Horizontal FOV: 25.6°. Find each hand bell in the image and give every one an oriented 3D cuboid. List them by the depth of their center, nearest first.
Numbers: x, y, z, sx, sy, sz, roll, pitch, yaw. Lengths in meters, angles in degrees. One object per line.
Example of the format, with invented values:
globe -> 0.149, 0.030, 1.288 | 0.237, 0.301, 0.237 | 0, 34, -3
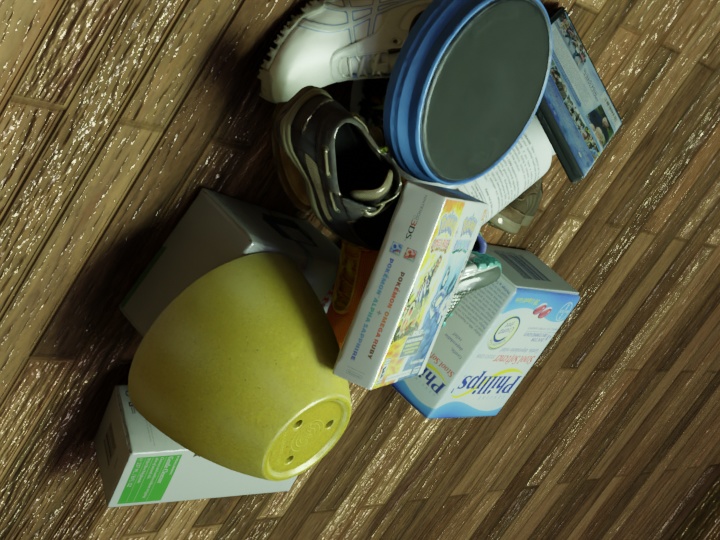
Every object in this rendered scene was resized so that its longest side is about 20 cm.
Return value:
hand bell -> 0.027, -0.127, 1.476 | 0.198, 0.104, 0.105 | -14, 141, -25

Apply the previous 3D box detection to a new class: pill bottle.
pill bottle -> 0.129, -0.121, 1.667 | 0.199, 0.113, 0.114 | -38, 151, -16

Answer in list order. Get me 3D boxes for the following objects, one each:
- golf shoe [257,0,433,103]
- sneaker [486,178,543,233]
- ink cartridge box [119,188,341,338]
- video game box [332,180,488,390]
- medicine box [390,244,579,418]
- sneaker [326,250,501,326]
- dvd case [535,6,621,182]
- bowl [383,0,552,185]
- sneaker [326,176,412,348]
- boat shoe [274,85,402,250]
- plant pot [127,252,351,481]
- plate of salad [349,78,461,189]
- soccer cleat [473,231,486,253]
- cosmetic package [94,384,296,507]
golf shoe -> 0.003, -0.201, 1.403 | 0.199, 0.097, 0.079 | -37, 152, -16
sneaker -> 0.165, -0.091, 1.791 | 0.200, 0.070, 0.076 | -21, 133, -76
ink cartridge box -> -0.114, 0.017, 1.532 | 0.146, 0.087, 0.199 | -53, 151, 13
video game box -> 0.050, 0.012, 1.458 | 0.200, 0.046, 0.184 | -4, 114, -74
medicine box -> 0.147, 0.075, 1.960 | 0.182, 0.103, 0.201 | 5, 122, -57
sneaker -> 0.058, 0.045, 1.639 | 0.198, 0.078, 0.092 | -22, 109, -7
dvd case -> 0.211, -0.184, 1.619 | 0.017, 0.144, 0.200 | -24, -169, 28
bowl -> 0.102, -0.169, 1.434 | 0.200, 0.039, 0.202 | -32, 138, -34
sneaker -> 0.000, 0.000, 1.536 | 0.077, 0.073, 0.201 | 30, 81, -41
boat shoe -> -0.006, -0.074, 1.370 | 0.075, 0.073, 0.200 | -49, 139, -9
plant pot -> -0.090, 0.107, 1.438 | 0.199, 0.142, 0.201 | -32, 149, -22
plate of salad -> 0.081, -0.167, 1.540 | 0.198, 0.048, 0.202 | -12, 115, -26
soccer cleat -> 0.059, -0.021, 1.729 | 0.199, 0.084, 0.065 | -20, 143, -41
cosmetic package -> -0.156, 0.169, 1.591 | 0.198, 0.085, 0.108 | -1, 143, -24
